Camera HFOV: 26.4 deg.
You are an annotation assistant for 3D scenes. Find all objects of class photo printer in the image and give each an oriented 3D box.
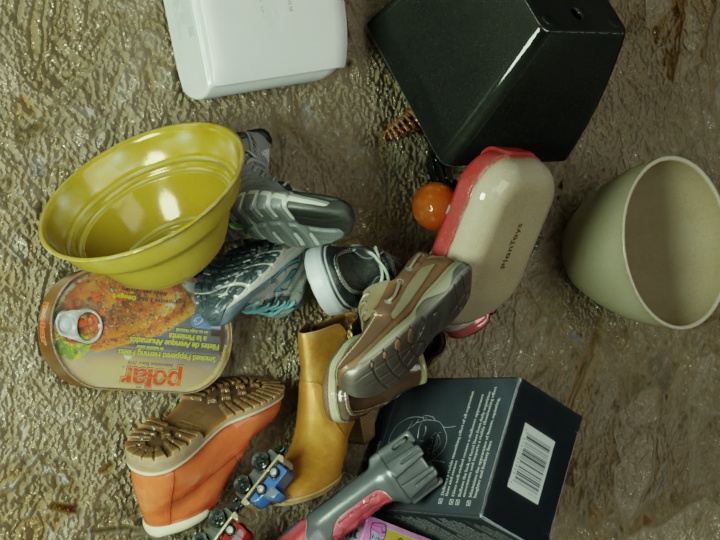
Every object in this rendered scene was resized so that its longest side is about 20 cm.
[{"bbox_3d":[-0.099,-0.266,1.540,0.199,0.069,0.168,-14,95,-40],"label":"photo printer"}]

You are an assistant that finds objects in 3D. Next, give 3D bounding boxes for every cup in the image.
[{"bbox_3d":[0.324,-0.028,1.831,0.199,0.143,0.203,4,83,-40],"label":"cup"}]

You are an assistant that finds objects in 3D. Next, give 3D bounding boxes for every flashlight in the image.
[{"bbox_3d":[-0.010,0.249,1.515,0.199,0.068,0.068,-35,137,-2],"label":"flashlight"}]

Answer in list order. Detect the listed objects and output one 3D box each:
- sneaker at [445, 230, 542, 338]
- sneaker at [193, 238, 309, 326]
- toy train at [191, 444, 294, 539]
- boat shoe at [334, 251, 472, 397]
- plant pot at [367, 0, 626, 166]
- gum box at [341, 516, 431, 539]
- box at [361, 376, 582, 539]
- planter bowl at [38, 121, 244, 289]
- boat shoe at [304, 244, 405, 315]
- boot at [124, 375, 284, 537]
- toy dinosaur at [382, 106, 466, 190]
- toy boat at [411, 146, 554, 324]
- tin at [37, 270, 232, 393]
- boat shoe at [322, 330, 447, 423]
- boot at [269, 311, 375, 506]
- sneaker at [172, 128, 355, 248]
[{"bbox_3d":[0.136,-0.024,1.717,0.087,0.073,0.201,46,60,-26],"label":"sneaker"},{"bbox_3d":[-0.089,0.013,1.498,0.200,0.077,0.087,-47,125,-53],"label":"sneaker"},{"bbox_3d":[-0.126,0.251,1.446,0.201,0.046,0.034,-53,152,-6],"label":"toy train"},{"bbox_3d":[0.031,0.049,1.486,0.200,0.071,0.076,-41,150,-41],"label":"boat shoe"},{"bbox_3d":[0.161,-0.246,1.640,0.198,0.178,0.201,-6,60,-40],"label":"plant pot"},{"bbox_3d":[0.043,0.336,1.611,0.199,0.066,0.115,27,71,-36],"label":"gum box"},{"bbox_3d":[0.108,0.199,1.591,0.107,0.199,0.150,32,67,-35],"label":"box"},{"bbox_3d":[-0.183,-0.042,1.384,0.201,0.199,0.084,-48,132,-32],"label":"planter bowl"},{"bbox_3d":[0.000,0.000,1.543,0.200,0.070,0.073,-6,76,-74],"label":"boat shoe"},{"bbox_3d":[-0.145,0.174,1.475,0.199,0.075,0.108,-31,126,-44],"label":"boot"},{"bbox_3d":[0.101,-0.147,1.705,0.198,0.102,0.137,-12,79,-22],"label":"toy dinosaur"},{"bbox_3d":[0.107,-0.047,1.612,0.130,0.130,0.202,-2,119,-50],"label":"toy boat"},{"bbox_3d":[-0.210,0.059,1.440,0.199,0.042,0.113,8,77,-40],"label":"tin"},{"bbox_3d":[0.030,0.093,1.532,0.202,0.074,0.076,-41,124,-59],"label":"boat shoe"},{"bbox_3d":[-0.048,0.132,1.532,0.201,0.070,0.146,-38,121,-55],"label":"boot"},{"bbox_3d":[-0.087,-0.088,1.462,0.075,0.198,0.116,57,43,-50],"label":"sneaker"}]
